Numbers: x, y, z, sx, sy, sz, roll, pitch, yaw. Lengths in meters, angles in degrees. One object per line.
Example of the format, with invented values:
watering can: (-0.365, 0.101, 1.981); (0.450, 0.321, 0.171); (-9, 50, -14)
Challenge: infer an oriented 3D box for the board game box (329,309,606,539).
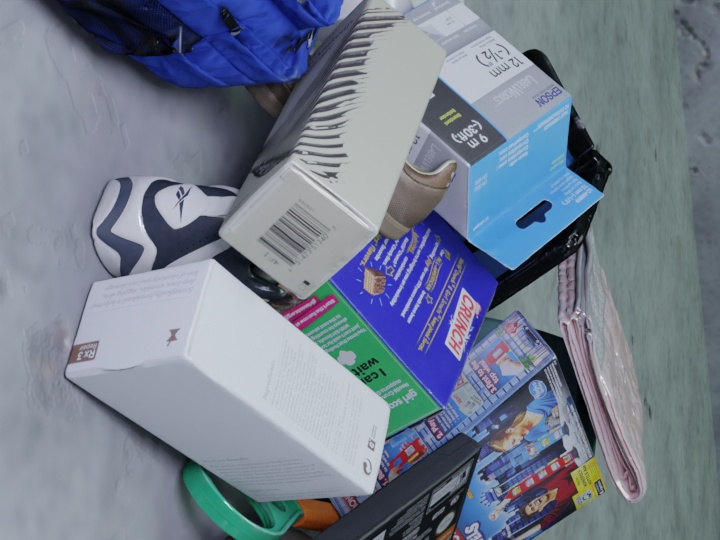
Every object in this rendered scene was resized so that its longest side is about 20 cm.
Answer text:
board game box: (0.080, 0.158, 1.145); (0.062, 0.200, 0.200); (55, -6, 44)

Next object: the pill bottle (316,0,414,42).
pill bottle: (0.004, -0.288, 1.181); (0.112, 0.112, 0.200); (25, 66, -66)

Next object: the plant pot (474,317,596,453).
plant pot: (0.108, 0.123, 1.302); (0.141, 0.200, 0.142); (55, 38, -54)

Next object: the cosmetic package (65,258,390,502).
cosmetic package: (-0.078, 0.076, 0.911); (0.200, 0.102, 0.074); (45, 46, -43)

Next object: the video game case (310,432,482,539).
video game case: (0.004, 0.229, 1.038); (0.200, 0.025, 0.181); (-29, 141, -46)

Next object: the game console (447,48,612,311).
game console: (0.101, -0.058, 1.228); (0.116, 0.200, 0.176); (42, 42, -12)

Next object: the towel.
towel: (0.210, 0.069, 1.252); (0.200, 0.032, 0.191); (-75, 148, -60)

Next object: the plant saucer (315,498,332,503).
plant saucer: (-0.014, 0.105, 1.164); (0.200, 0.032, 0.201); (0, 91, -52)

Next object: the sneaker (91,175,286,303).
sneaker: (-0.073, 0.008, 0.942); (0.199, 0.129, 0.080); (64, 34, -46)

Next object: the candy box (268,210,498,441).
candy box: (0.000, 0.000, 1.094); (0.200, 0.077, 0.169); (48, 36, -14)

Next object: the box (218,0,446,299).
box: (-0.013, -0.081, 0.887); (0.068, 0.082, 0.200); (37, 38, -14)

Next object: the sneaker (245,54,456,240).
sneaker: (-0.016, -0.117, 1.023); (0.200, 0.076, 0.070); (48, 9, -8)

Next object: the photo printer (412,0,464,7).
photo printer: (0.042, -0.258, 1.331); (0.200, 0.069, 0.167); (25, 66, -66)

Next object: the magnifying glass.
magnifying glass: (-0.060, 0.169, 1.037); (0.080, 0.022, 0.200); (49, 9, 29)

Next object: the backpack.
backpack: (-0.086, -0.196, 0.879); (0.200, 0.168, 0.163); (46, 54, -65)

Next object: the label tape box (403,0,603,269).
label tape box: (0.087, -0.110, 1.094); (0.143, 0.200, 0.066); (-36, 160, -41)

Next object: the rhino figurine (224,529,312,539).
rhino figurine: (-0.077, 0.225, 1.018); (0.200, 0.060, 0.088); (25, 70, -65)
